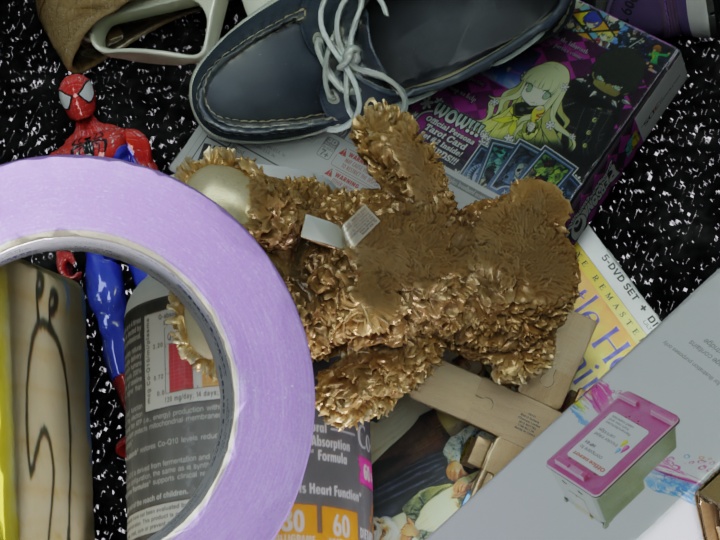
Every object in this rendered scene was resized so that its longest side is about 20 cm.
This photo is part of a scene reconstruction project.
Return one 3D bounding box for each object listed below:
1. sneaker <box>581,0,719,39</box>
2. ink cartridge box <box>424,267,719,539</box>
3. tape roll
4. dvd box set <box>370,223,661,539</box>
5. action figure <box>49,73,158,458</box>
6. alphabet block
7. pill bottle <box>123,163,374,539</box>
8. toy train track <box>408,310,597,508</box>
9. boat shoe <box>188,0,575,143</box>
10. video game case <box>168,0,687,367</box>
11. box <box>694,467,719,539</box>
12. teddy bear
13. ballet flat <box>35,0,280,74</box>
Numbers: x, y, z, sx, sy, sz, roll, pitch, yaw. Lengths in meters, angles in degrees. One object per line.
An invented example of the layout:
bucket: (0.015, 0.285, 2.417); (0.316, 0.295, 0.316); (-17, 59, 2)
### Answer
sneaker: (0.126, -0.205, 1.448); (0.087, 0.076, 0.201); (-3, 114, 13)
ink cartridge box: (0.138, 0.118, 1.334); (0.200, 0.145, 0.085); (-41, 50, -12)
tape roll: (-0.120, 0.055, 1.215); (0.199, 0.066, 0.202); (1, 85, -8)
dvd box set: (0.062, 0.077, 1.432); (0.199, 0.029, 0.147); (-34, 72, -5)
action figure: (-0.120, -0.008, 1.471); (0.065, 0.052, 0.201); (-19, 69, 5)
alphabet block: (-0.234, 0.093, 1.347); (0.195, 0.200, 0.197); (-5, 86, 5)
pill bottle: (-0.053, 0.059, 1.373); (0.115, 0.116, 0.201); (-3, 75, 5)
toy train track: (0.060, 0.112, 1.388); (0.114, 0.033, 0.201); (25, 83, -4)
boat shoe: (0.010, -0.108, 1.420); (0.199, 0.062, 0.075); (-14, 100, 4)
video game case: (0.033, -0.074, 1.462); (0.199, 0.036, 0.182); (29, 77, 26)
box: (0.236, 0.094, 1.324); (0.200, 0.164, 0.021); (-40, 47, -21)
teddy bear: (0.000, 0.000, 1.324); (0.199, 0.067, 0.146); (-17, 80, -28)
ballet flat: (-0.074, -0.144, 1.481); (0.199, 0.068, 0.073); (-15, 73, 19)
